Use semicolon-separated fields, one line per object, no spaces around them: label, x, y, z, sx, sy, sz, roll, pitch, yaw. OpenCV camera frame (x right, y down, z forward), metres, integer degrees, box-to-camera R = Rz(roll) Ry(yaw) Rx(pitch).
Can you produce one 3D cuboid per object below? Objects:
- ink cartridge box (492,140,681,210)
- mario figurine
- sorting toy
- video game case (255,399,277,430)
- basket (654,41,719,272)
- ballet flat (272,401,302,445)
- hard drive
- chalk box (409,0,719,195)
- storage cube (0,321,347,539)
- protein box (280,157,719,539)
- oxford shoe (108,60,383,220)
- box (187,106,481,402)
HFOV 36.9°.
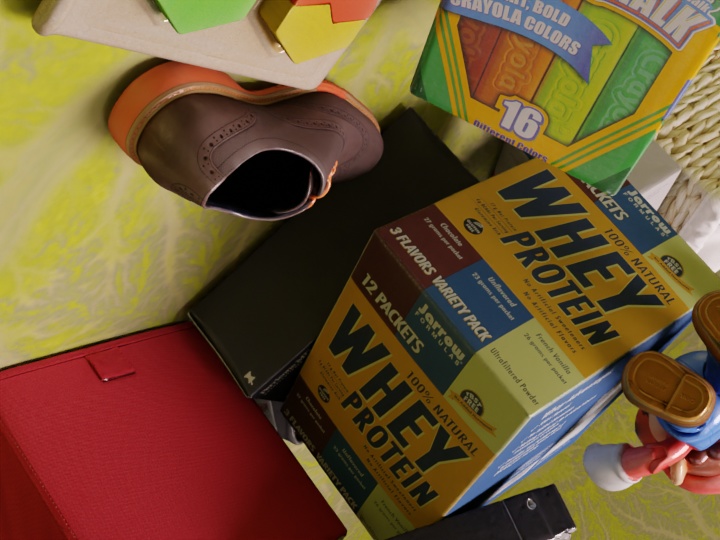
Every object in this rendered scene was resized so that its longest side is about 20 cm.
ink cartridge box;0.166;-0.052;0.875;0.067;0.116;0.200;-32;159;-20
mario figurine;0.194;0.073;0.665;0.123;0.107;0.200;-7;155;13
sorting toy;-0.017;-0.153;0.447;0.185;0.037;0.200;-50;158;25
video game case;-0.082;0.184;0.844;0.023;0.183;0.200;-6;149;-16
basket;0.284;-0.095;0.930;0.199;0.161;0.199;-30;158;-23
ballet flat;-0.012;0.068;0.878;0.200;0.068;0.068;-51;157;26
hard drive;0.023;0.202;0.668;0.199;0.038;0.140;-12;148;-22
chalk box;0.122;-0.159;0.506;0.124;0.124;0.200;-58;173;-34
storage cube;-0.149;0.165;0.677;0.199;0.180;0.171;-13;147;-50
protein box;0.085;0.052;0.695;0.198;0.135;0.200;-25;156;-36
oxford shoe;-0.040;-0.055;0.560;0.071;0.073;0.200;-51;158;26
box;0.000;0.000;0.742;0.200;0.079;0.141;-42;164;6
